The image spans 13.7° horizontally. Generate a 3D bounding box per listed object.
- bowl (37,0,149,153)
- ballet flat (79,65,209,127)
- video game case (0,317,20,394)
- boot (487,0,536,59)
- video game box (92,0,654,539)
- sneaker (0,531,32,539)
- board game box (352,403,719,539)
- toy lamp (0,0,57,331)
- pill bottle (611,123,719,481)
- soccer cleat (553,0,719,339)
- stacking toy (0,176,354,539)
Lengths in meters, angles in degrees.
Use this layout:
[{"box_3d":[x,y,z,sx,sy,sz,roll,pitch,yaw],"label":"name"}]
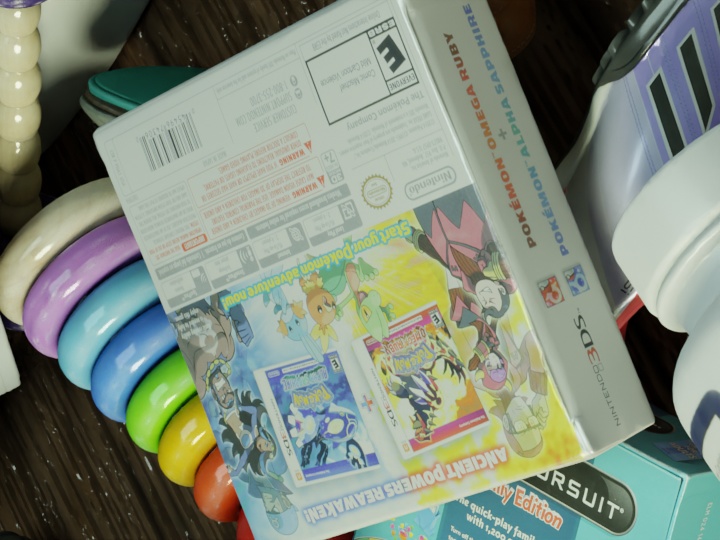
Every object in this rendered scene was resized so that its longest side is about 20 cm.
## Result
[{"box_3d":[-0.184,-0.165,1.347,0.200,0.074,0.200,56,130,25],"label":"bowl"},{"box_3d":[-0.044,-0.047,1.231,0.199,0.067,0.064,7,109,44],"label":"ballet flat"},{"box_3d":[-0.209,-0.055,1.318,0.200,0.017,0.143,56,166,31],"label":"video game case"},{"box_3d":[0.011,-0.184,1.127,0.073,0.155,0.201,-18,50,14],"label":"boot"},{"box_3d":[0.000,0.000,1.112,0.200,0.047,0.183,-22,88,50],"label":"video game box"},{"box_3d":[-0.206,0.199,1.407,0.088,0.074,0.201,35,117,34],"label":"sneaker"},{"box_3d":[0.061,0.137,1.161,0.151,0.047,0.201,28,113,39],"label":"board game box"},{"box_3d":[-0.148,-0.057,1.301,0.058,0.058,0.201,42,143,33],"label":"toy lamp"},{"box_3d":[0.174,0.045,0.992,0.120,0.119,0.200,-51,61,35],"label":"pill bottle"},{"box_3d":[0.112,-0.043,1.090,0.073,0.068,0.200,33,114,8],"label":"soccer cleat"},{"box_3d":[-0.070,0.058,1.262,0.200,0.085,0.085,52,127,21],"label":"stacking toy"}]
